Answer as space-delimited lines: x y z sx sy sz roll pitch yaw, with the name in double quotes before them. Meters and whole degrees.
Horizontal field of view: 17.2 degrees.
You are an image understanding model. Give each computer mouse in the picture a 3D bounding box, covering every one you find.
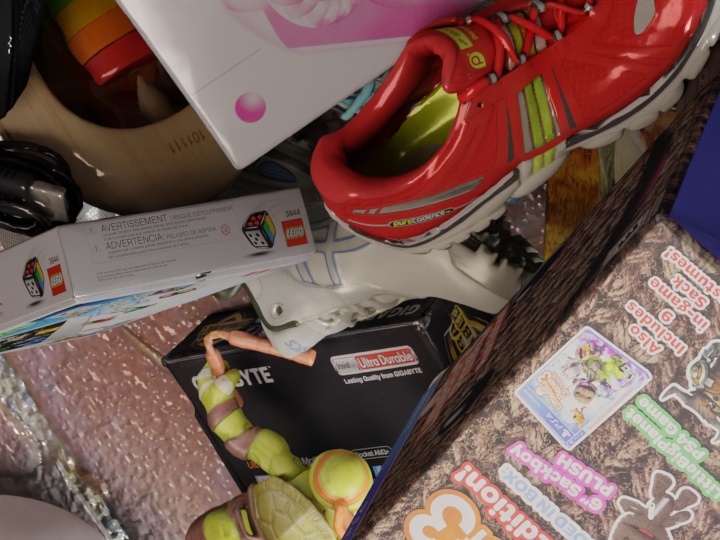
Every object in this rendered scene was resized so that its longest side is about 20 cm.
"computer mouse" -0.171 -0.119 1.006 0.138 0.053 0.202 16 103 23

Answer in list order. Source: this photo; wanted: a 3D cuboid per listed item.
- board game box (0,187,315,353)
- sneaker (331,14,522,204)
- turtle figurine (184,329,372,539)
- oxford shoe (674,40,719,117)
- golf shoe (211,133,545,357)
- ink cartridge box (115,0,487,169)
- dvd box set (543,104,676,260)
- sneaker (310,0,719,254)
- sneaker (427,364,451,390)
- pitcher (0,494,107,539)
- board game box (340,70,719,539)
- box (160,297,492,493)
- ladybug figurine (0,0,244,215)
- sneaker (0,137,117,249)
"board game box" -0.128 0.007 1.074 0.199 0.126 0.035 -18 84 52
"sneaker" -0.005 -0.092 1.046 0.200 0.086 0.078 43 132 -8
"turtle figurine" -0.023 0.129 1.145 0.200 0.064 0.161 40 145 2
"oxford shoe" 0.153 -0.003 0.994 0.072 0.071 0.201 16 117 24
"golf shoe" 0.000 0.000 1.075 0.199 0.078 0.098 23 95 44
"ink cartridge box" -0.024 -0.175 0.951 0.199 0.043 0.197 -34 108 6
"dvd box set" 0.151 0.010 1.065 0.145 0.029 0.201 15 128 21
"sneaker" 0.063 -0.080 0.946 0.200 0.085 0.077 -42 56 16
"sneaker" 0.119 0.102 1.051 0.199 0.077 0.073 17 111 -8
"pitcher" -0.213 0.197 1.369 0.199 0.122 0.172 13 149 35
"board game box" 0.098 0.048 0.895 0.097 0.160 0.200 40 117 -2
"box" 0.021 0.103 1.176 0.199 0.050 0.199 -10 119 47
"ladybug figurine" -0.120 -0.111 1.079 0.201 0.135 0.072 62 166 9
"sneaker" -0.177 -0.065 1.167 0.081 0.088 0.201 2 122 29
